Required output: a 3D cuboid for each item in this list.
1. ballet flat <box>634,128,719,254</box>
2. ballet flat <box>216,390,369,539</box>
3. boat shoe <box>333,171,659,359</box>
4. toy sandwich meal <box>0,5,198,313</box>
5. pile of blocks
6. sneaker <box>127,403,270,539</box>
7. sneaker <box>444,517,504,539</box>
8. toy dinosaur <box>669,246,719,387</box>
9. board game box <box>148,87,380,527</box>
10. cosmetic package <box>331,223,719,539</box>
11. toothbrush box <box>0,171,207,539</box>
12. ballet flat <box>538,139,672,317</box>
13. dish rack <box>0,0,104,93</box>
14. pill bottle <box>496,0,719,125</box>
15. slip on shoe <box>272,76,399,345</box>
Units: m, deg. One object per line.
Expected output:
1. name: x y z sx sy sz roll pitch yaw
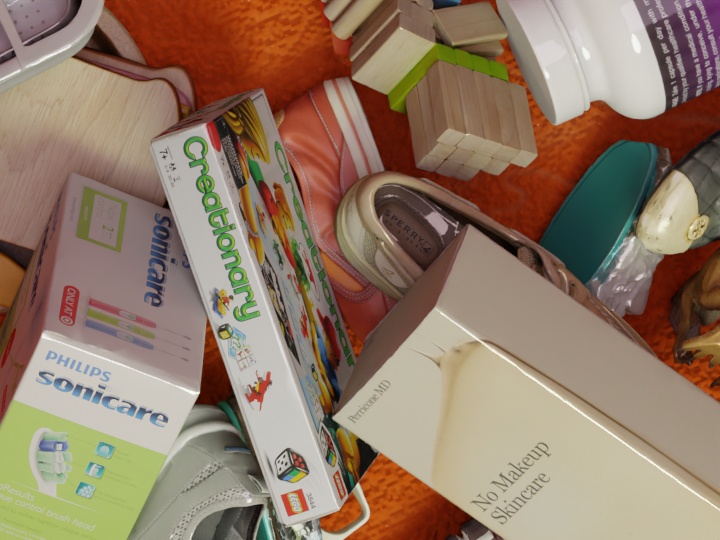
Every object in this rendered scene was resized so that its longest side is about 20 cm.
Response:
1. ballet flat: 0.228 -0.054 1.589 0.199 0.067 0.057 -23 56 -27
2. ballet flat: -0.023 0.154 1.613 0.074 0.074 0.201 -12 99 -5
3. boat shoe: 0.076 0.017 1.539 0.200 0.065 0.072 37 77 -6
4. toy sandwich meal: -0.187 -0.065 1.566 0.204 0.070 0.207 -1 96 -7
5. pile of blocks: 0.021 -0.125 1.584 0.082 0.062 0.201 -10 65 -45
6. sneaker: -0.102 0.173 1.574 0.074 0.082 0.201 0 118 -39
7. sneaker: 0.107 0.174 1.598 0.200 0.116 0.076 -44 142 0
8. toy dinosaur: 0.200 0.002 1.554 0.060 0.200 0.107 23 58 -19
9. board game box: -0.044 0.015 1.513 0.034 0.126 0.201 -17 98 14
10. cosmetic package: 0.099 0.081 1.497 0.199 0.073 0.104 34 130 -8
11. toothbrush box: -0.149 0.078 1.510 0.086 0.146 0.201 21 122 -13
12. ballet flat: 0.115 0.023 1.623 0.072 0.072 0.201 32 93 -9
13. dish rack: -0.237 -0.137 1.536 0.199 0.044 0.172 -26 62 -3
14. pill bottle: 0.176 -0.152 1.578 0.199 0.112 0.113 -24 98 -4
15. slip on shoe: 0.000 0.000 1.597 0.061 0.074 0.201 -19 92 1
